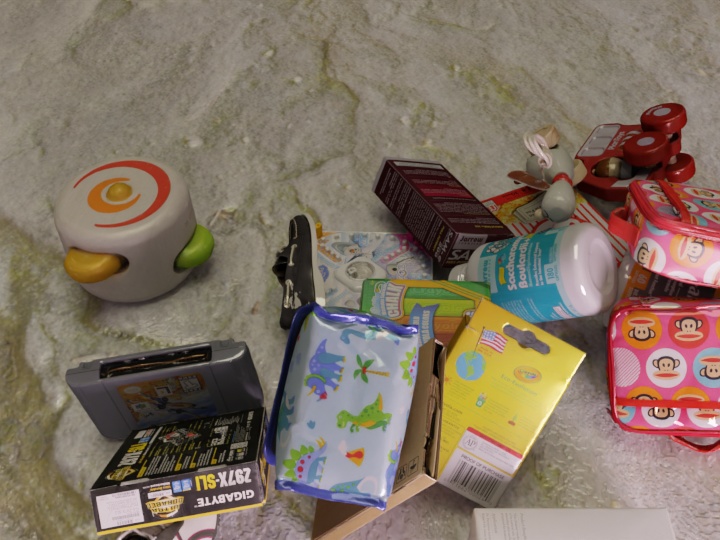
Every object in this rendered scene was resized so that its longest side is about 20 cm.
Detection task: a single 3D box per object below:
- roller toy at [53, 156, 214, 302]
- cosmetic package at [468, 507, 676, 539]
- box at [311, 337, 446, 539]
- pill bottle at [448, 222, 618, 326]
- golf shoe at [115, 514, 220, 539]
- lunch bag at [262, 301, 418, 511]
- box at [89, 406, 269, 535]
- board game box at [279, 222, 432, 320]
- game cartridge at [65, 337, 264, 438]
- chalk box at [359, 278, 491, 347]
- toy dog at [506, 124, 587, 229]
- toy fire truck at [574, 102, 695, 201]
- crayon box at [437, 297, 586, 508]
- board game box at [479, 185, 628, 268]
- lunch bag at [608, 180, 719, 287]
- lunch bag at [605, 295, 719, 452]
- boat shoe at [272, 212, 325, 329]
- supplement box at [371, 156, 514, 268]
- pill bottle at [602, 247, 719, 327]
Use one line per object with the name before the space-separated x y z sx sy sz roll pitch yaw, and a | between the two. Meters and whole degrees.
roller toy | -0.321 -0.062 1.129 0.199 0.140 0.183 -25 50 -20
cosmetic package | 0.210 0.301 0.808 0.198 0.081 0.113 2 46 2
box | 0.018 0.182 0.860 0.021 0.200 0.164 29 43 -19
pill bottle | 0.209 0.011 1.025 0.199 0.111 0.111 -13 34 40
golf shoe | -0.204 0.280 0.834 0.077 0.088 0.200 12 45 15
lunch bag | -0.020 0.123 0.804 0.127 0.200 0.171 13 86 -1
box | -0.175 0.200 0.853 0.159 0.050 0.200 -11 6 -4
board game box | 0.000 0.000 1.124 0.198 0.026 0.201 2 38 4
game cartridge | -0.215 0.139 0.935 0.199 0.134 0.042 -9 45 -1
chalk box | 0.054 0.093 0.981 0.198 0.124 0.125 1 45 3
toy dog | 0.248 -0.121 1.133 0.132 0.096 0.200 58 29 1
toy fire truck | 0.405 -0.166 1.250 0.167 0.113 0.200 4 40 40
crayon box | 0.134 0.138 0.872 0.126 0.201 0.051 29 13 0
board game box | 0.274 -0.042 1.159 0.151 0.046 0.200 -20 49 -17
lunch bag | 0.382 -0.047 0.967 0.175 0.082 0.200 11 22 6
lunch bag | 0.381 0.119 0.931 0.199 0.177 0.082 -2 6 17
boat shoe | -0.083 0.000 1.052 0.060 0.074 0.201 -2 47 -10
supplement box | 0.113 -0.084 1.164 0.108 0.061 0.200 0 36 -34
pill bottle | 0.414 0.050 1.019 0.199 0.117 0.117 21 50 21
